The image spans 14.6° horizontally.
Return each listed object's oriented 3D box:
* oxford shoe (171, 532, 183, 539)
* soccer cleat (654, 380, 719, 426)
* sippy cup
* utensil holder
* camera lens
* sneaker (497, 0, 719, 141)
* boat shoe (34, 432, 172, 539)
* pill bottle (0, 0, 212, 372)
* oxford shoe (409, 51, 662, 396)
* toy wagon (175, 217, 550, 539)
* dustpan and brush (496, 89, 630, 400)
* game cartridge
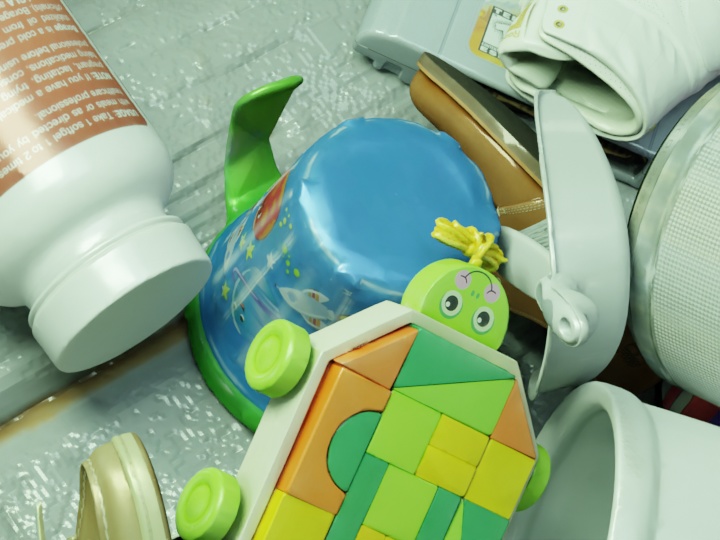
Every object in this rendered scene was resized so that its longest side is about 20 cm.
[{"bbox_3d":[-0.029,0.136,1.242,0.200,0.074,0.071,-15,68,-25],"label":"oxford shoe"},{"bbox_3d":[0.193,0.021,1.383,0.068,0.073,0.200,21,57,-7],"label":"soccer cleat"},{"bbox_3d":[0.000,0.000,1.295,0.178,0.130,0.140,30,58,-2],"label":"sippy cup"},{"bbox_3d":[0.171,0.157,1.245,0.199,0.170,0.170,17,58,-11],"label":"utensil holder"},{"bbox_3d":[0.227,0.006,1.238,0.160,0.160,0.200,-35,43,-31],"label":"camera lens"},{"bbox_3d":[0.094,-0.154,1.405,0.200,0.074,0.116,44,55,6],"label":"sneaker"},{"bbox_3d":[-0.109,0.164,1.148,0.062,0.073,0.201,-2,107,-13],"label":"boat shoe"},{"bbox_3d":[-0.157,-0.057,1.282,0.112,0.112,0.200,-28,74,-29],"label":"pill bottle"},{"bbox_3d":[0.080,-0.020,1.369,0.200,0.071,0.071,52,15,13],"label":"oxford shoe"},{"bbox_3d":[0.015,0.074,1.203,0.155,0.040,0.200,27,86,-34],"label":"toy wagon"},{"bbox_3d":[0.087,0.003,1.229,0.057,0.200,0.140,-3,103,-14],"label":"dustpan and brush"},{"bbox_3d":[0.106,-0.126,1.458,0.200,0.042,0.133,24,62,-5],"label":"game cartridge"}]
